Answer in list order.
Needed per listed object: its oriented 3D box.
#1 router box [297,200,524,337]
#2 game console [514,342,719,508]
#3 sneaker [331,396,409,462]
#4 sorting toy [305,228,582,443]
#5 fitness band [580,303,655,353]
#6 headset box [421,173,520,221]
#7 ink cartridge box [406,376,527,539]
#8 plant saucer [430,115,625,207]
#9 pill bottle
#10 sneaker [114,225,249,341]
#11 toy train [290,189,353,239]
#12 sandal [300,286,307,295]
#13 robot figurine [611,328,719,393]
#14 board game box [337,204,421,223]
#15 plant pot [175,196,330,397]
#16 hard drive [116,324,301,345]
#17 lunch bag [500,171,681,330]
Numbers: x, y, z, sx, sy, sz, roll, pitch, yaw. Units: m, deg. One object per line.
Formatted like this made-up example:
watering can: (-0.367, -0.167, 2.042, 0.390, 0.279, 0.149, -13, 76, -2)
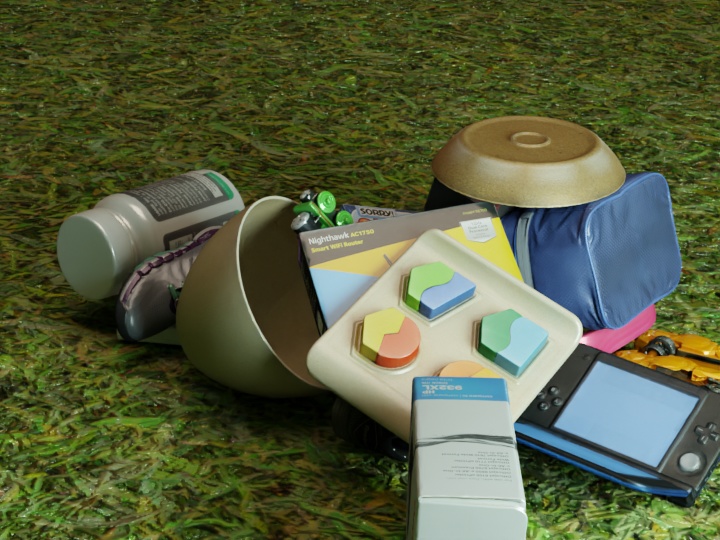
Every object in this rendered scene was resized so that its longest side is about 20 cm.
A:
router box: (0.052, 0.019, 1.507, 0.199, 0.051, 0.149, -10, 58, -13)
game console: (0.223, 0.130, 1.443, 0.200, 0.118, 0.171, 20, 61, 34)
sneaker: (0.080, 0.128, 1.503, 0.199, 0.076, 0.114, -21, 34, -39)
sorting toy: (0.078, 0.065, 1.421, 0.185, 0.037, 0.200, 33, 58, 17)
fitness band: (0.227, 0.063, 1.670, 0.143, 0.038, 0.200, -1, 18, 43)
headset box: (0.131, -0.047, 1.685, 0.077, 0.149, 0.200, 35, 37, 23)
ink cartridge box: (0.079, 0.192, 1.250, 0.083, 0.146, 0.200, 3, 23, 0)
plant saucer: (0.172, -0.119, 1.608, 0.200, 0.036, 0.200, 1, 26, 0)
pill bottle: (-0.230, -0.039, 1.738, 0.113, 0.113, 0.200, 20, 26, 35)
sneaker: (-0.171, 0.010, 1.648, 0.087, 0.075, 0.200, 6, 33, 34)
toy train: (0.000, 0.000, 1.589, 0.042, 0.200, 0.056, -15, 36, 49)
sandal: (-0.065, 0.018, 1.705, 0.199, 0.055, 0.082, -3, 37, 28)
robot figurine: (0.355, 0.113, 1.597, 0.200, 0.058, 0.145, 16, 26, 30)
board game box: (0.079, -0.008, 1.764, 0.199, 0.035, 0.136, 4, 45, -29)
plant pot: (-0.106, 0.043, 1.569, 0.134, 0.201, 0.200, -23, 8, 31)
hard drive: (-0.153, 0.049, 1.718, 0.199, 0.027, 0.132, 5, 22, 4)
lunch bag: (0.236, -0.023, 1.639, 0.132, 0.136, 0.200, -2, 16, 40)
